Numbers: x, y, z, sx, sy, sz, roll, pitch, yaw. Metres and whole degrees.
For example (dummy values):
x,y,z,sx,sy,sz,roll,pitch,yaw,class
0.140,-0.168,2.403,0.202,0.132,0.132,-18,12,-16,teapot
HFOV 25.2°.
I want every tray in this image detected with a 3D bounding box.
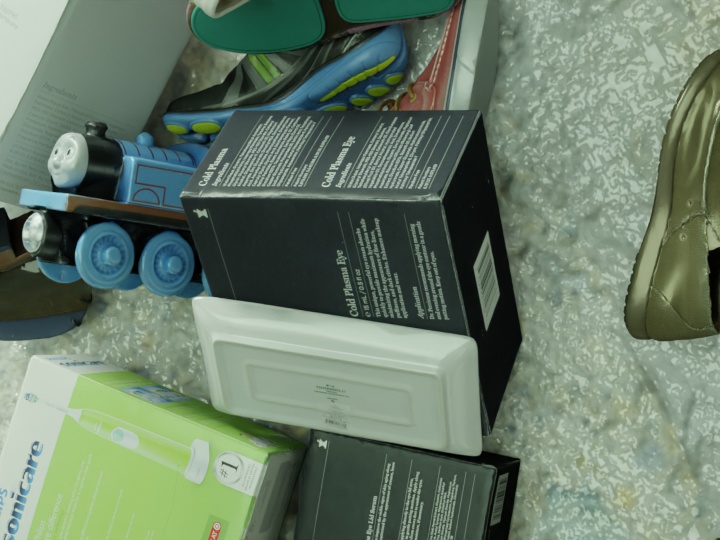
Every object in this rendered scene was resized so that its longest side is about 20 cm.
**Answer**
x,y,z,sx,sy,sz,roll,pitch,yaw,class
-0.018,0.076,1.079,0.198,0.022,0.108,8,132,17,tray

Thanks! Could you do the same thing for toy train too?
x,y,z,sx,sy,sz,roll,pitch,yaw,class
-0.149,-0.040,1.163,0.086,0.199,0.115,5,87,51,toy train

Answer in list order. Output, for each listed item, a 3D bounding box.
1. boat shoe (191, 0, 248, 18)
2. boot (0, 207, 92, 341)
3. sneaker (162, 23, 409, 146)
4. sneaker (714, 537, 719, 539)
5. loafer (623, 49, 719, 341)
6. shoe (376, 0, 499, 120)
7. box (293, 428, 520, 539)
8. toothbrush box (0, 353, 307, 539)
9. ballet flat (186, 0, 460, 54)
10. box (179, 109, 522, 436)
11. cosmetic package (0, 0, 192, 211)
x,y,z,sx,sy,sz,roll,pitch,yaw,class
-0.034,-0.224,1.078,0.199,0.071,0.070,-28,69,-27,boat shoe
-0.221,-0.006,1.263,0.198,0.097,0.075,-10,40,-1,boot
-0.056,-0.145,1.202,0.198,0.071,0.083,-23,61,20,sneaker
0.169,0.236,1.093,0.198,0.070,0.076,-14,72,11,sneaker
0.232,-0.045,1.076,0.067,0.076,0.202,16,103,20,loafer
0.039,-0.108,1.152,0.090,0.071,0.202,12,96,16,shoe
0.024,0.220,1.140,0.140,0.079,0.202,10,92,18,box
-0.159,0.162,1.169,0.199,0.086,0.147,19,95,17,toothbrush box
-0.023,-0.200,1.139,0.198,0.069,0.071,-10,40,8,ballet flat
0.000,0.000,1.093,0.181,0.104,0.201,2,129,21,box
-0.249,-0.172,1.216,0.199,0.123,0.201,36,102,39,cosmetic package
